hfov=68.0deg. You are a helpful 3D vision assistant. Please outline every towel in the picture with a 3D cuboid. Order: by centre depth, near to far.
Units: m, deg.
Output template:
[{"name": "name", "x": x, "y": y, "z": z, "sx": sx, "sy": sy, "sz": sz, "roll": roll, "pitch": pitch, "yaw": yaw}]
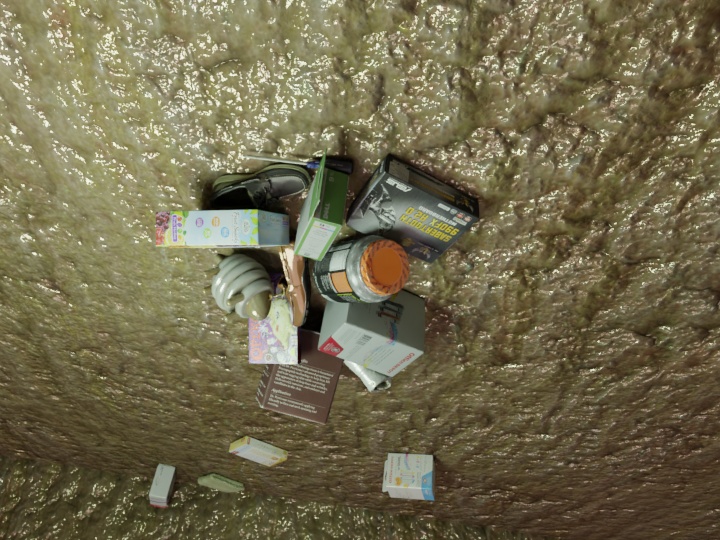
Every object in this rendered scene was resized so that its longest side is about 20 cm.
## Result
[{"name": "towel", "x": -0.672, "y": 1.030, "z": 2.574, "sx": 0.147, "sy": 0.037, "sz": 0.199, "roll": -28, "pitch": 129, "yaw": 36}]

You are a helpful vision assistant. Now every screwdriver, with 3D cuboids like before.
[{"name": "screwdriver", "x": -0.110, "y": -0.185, "z": 0.935, "sx": 0.196, "sy": 0.028, "sz": 0.030, "roll": 2, "pitch": 114, "yaw": 3}]

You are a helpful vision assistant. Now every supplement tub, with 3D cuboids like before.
[{"name": "supplement tub", "x": 0.000, "y": 0.000, "z": 1.022, "sx": 0.122, "sy": 0.124, "sz": 0.199, "roll": 30, "pitch": 163, "yaw": -26}]

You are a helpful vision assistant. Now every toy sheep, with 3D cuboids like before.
[{"name": "toy sheep", "x": -0.260, "y": 0.031, "z": 1.141, "sx": 0.200, "sy": 0.137, "sz": 0.139, "roll": 47, "pitch": 150, "yaw": 23}]

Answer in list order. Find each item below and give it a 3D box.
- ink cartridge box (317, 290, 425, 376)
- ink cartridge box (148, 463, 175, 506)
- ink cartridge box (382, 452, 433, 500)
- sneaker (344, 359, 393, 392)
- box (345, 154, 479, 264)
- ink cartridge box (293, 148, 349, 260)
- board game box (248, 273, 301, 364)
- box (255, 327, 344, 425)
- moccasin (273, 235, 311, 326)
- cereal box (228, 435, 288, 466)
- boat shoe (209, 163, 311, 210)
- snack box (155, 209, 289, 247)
[{"name": "ink cartridge box", "x": 0.029, "y": 0.123, "z": 1.203, "sx": 0.197, "sy": 0.146, "sz": 0.145, "roll": 24, "pitch": 139, "yaw": -18}, {"name": "ink cartridge box", "x": -0.937, "y": 1.023, "z": 2.528, "sx": 0.082, "sy": 0.146, "sz": 0.201, "roll": 13, "pitch": 143, "yaw": -9}, {"name": "ink cartridge box", "x": 0.179, "y": 0.776, "z": 2.013, "sx": 0.196, "sy": 0.130, "sz": 0.126, "roll": -2, "pitch": 141, "yaw": 12}, {"name": "sneaker", "x": 0.033, "y": 0.244, "z": 1.316, "sx": 0.074, "sy": 0.200, "sz": 0.116, "roll": -44, "pitch": 78, "yaw": 13}, {"name": "box", "x": 0.093, "y": -0.106, "z": 0.982, "sx": 0.197, "sy": 0.049, "sz": 0.159, "roll": 23, "pitch": 139, "yaw": -18}, {"name": "ink cartridge box", "x": -0.064, "y": -0.108, "z": 0.934, "sx": 0.058, "sy": 0.106, "sz": 0.200, "roll": 13, "pitch": 153, "yaw": -13}, {"name": "board game box", "x": -0.194, "y": 0.108, "z": 1.206, "sx": 0.118, "sy": 0.204, "sz": 0.032, "roll": -2, "pitch": 179, "yaw": 16}, {"name": "box", "x": -0.146, "y": 0.248, "z": 1.311, "sx": 0.163, "sy": 0.203, "sz": 0.164, "roll": 19, "pitch": 170, "yaw": -13}, {"name": "moccasin", "x": -0.145, "y": 0.026, "z": 1.123, "sx": 0.076, "sy": 0.074, "sz": 0.204, "roll": -2, "pitch": 121, "yaw": 0}, {"name": "cereal box", "x": -0.408, "y": 0.725, "z": 2.135, "sx": 0.199, "sy": 0.040, "sz": 0.143, "roll": 32, "pitch": 136, "yaw": -26}, {"name": "boat shoe", "x": -0.184, "y": -0.142, "z": 0.976, "sx": 0.196, "sy": 0.066, "sz": 0.074, "roll": -8, "pitch": 139, "yaw": 19}, {"name": "snack box", "x": -0.251, "y": -0.077, "z": 1.002, "sx": 0.196, "sy": 0.069, "sz": 0.169, "roll": 1, "pitch": -177, "yaw": 10}]
